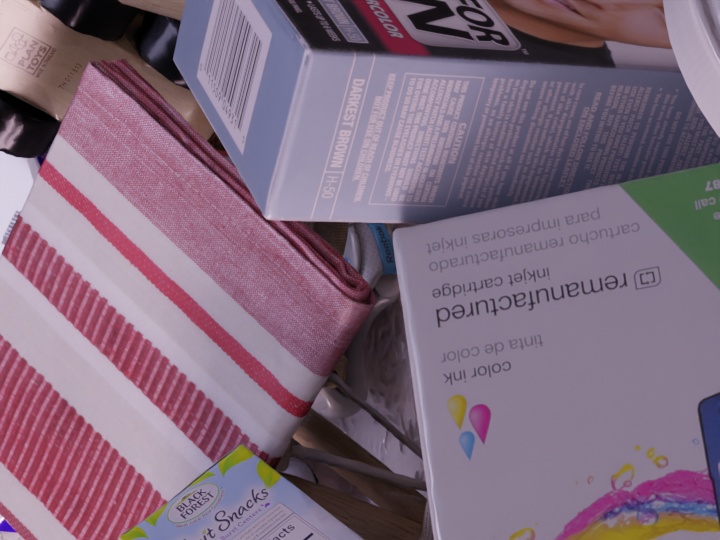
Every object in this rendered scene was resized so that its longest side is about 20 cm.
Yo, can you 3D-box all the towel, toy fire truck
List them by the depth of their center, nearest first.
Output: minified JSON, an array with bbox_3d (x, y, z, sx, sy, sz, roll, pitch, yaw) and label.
[{"bbox_3d":[-0.086,0.037,0.888,0.144,0.023,0.201,43,124,18],"label":"towel"},{"bbox_3d":[-0.130,-0.157,1.045,0.129,0.175,0.201,-52,21,29],"label":"toy fire truck"}]

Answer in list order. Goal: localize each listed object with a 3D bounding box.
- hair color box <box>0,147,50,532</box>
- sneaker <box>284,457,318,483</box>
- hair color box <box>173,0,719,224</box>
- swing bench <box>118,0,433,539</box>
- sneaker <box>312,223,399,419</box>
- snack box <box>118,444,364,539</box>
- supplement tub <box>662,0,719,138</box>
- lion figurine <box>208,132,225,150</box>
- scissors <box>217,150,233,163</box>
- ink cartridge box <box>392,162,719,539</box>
[{"bbox_3d":[-0.158,0.011,1.086,0.109,0.065,0.201,-40,62,20],"label":"hair color box"},{"bbox_3d":[-0.077,0.099,1.126,0.200,0.079,0.074,-143,56,-72],"label":"sneaker"},{"bbox_3d":[0.051,-0.063,0.738,0.099,0.198,0.061,-122,41,-49],"label":"hair color box"},{"bbox_3d":[0.000,0.000,0.909,0.199,0.129,0.200,25,114,28],"label":"swing bench"},{"bbox_3d":[-0.009,-0.028,1.035,0.086,0.075,0.202,16,104,46],"label":"sneaker"},{"bbox_3d":[0.009,0.183,0.827,0.199,0.068,0.170,33,145,33],"label":"snack box"},{"bbox_3d":[0.173,-0.105,0.554,0.200,0.139,0.141,-50,45,52],"label":"supplement tub"},{"bbox_3d":[-0.053,-0.134,1.135,0.201,0.072,0.122,-68,22,9],"label":"lion figurine"},{"bbox_3d":[-0.123,-0.067,1.093,0.200,0.073,0.014,38,163,17],"label":"scissors"},{"bbox_3d":[0.096,0.078,0.671,0.088,0.144,0.202,58,-157,-66],"label":"ink cartridge box"}]
